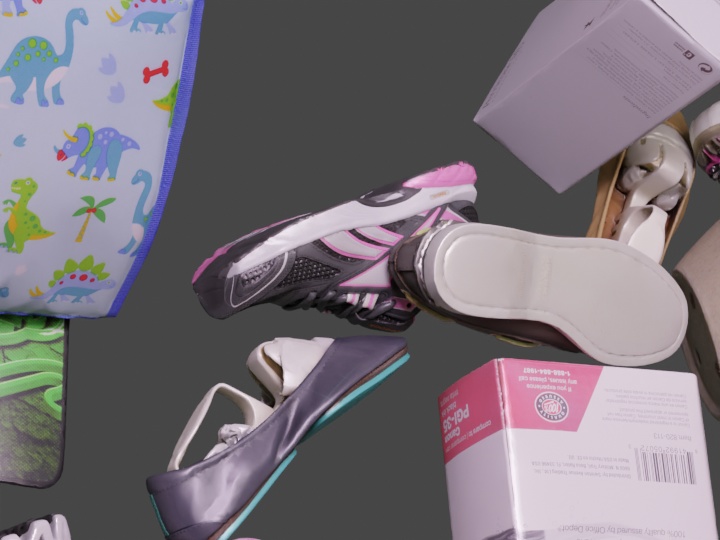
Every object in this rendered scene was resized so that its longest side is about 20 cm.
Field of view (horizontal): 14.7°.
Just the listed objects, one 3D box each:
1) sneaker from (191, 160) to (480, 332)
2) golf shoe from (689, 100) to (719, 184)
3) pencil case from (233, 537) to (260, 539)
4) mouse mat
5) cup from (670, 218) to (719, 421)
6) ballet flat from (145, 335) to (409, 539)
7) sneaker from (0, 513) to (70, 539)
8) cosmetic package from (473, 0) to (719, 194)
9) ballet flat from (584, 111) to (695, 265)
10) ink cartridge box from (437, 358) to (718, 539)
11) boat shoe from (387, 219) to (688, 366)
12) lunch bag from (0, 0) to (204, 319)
[{"bbox_3d":[0.000,0.000,1.657,0.199,0.080,0.087,-20,92,-28],"label":"sneaker"},{"bbox_3d":[0.276,-0.110,1.854,0.200,0.073,0.092,-11,69,-48],"label":"golf shoe"},{"bbox_3d":[-0.100,0.230,1.500,0.200,0.086,0.083,-44,117,-34],"label":"pencil case"},{"bbox_3d":[-0.254,0.032,1.541,0.199,0.008,0.162,11,66,-27],"label":"mouse mat"},{"bbox_3d":[0.278,0.026,1.749,0.143,0.200,0.201,-16,78,-6],"label":"cup"},{"bbox_3d":[-0.051,0.082,1.600,0.073,0.073,0.200,49,58,-4],"label":"ballet flat"},{"bbox_3d":[-0.223,0.199,1.457,0.200,0.075,0.081,-25,93,-34],"label":"sneaker"},{"bbox_3d":[0.167,-0.142,1.731,0.081,0.200,0.113,39,54,-11],"label":"cosmetic package"},{"bbox_3d":[0.183,-0.038,1.780,0.068,0.063,0.201,29,59,-17],"label":"ballet flat"},{"bbox_3d":[0.133,0.162,1.660,0.146,0.083,0.201,6,68,-28],"label":"ink cartridge box"},{"bbox_3d":[0.108,0.011,1.662,0.201,0.060,0.072,14,84,-34],"label":"boat shoe"},{"bbox_3d":[-0.194,-0.074,1.536,0.169,0.127,0.201,4,99,-33],"label":"lunch bag"}]
